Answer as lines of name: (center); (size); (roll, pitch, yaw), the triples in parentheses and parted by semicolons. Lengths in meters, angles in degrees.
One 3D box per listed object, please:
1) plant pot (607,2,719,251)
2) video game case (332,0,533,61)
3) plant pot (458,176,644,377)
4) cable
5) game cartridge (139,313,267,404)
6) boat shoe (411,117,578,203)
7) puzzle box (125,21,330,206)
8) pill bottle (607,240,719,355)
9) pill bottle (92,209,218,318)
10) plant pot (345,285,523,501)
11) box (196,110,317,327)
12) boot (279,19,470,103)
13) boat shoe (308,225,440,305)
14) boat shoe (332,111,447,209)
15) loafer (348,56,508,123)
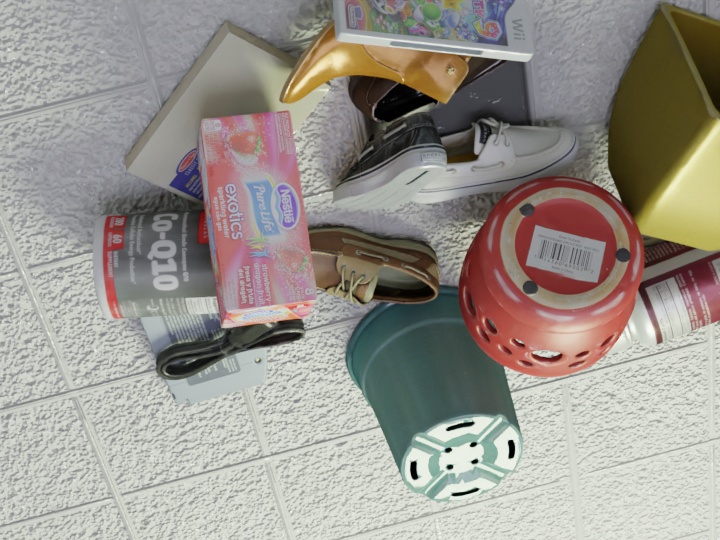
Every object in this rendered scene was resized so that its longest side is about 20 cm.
plant pot: (0.378, -0.136, 1.686); (0.194, 0.196, 0.200); (13, 133, -24)
video game case: (0.068, -0.279, 1.509); (0.200, 0.143, 0.018); (4, 155, -18)
plant pot: (0.215, 0.000, 1.706); (0.200, 0.201, 0.183); (-10, 160, -6)
cable: (-0.144, 0.072, 1.783); (0.200, 0.050, 0.097); (-29, 139, 27)
game cartridge: (-0.181, 0.069, 1.806); (0.133, 0.042, 0.200); (-19, 132, -4)
boat shoe: (0.141, -0.132, 1.701); (0.200, 0.071, 0.070); (-11, 135, 3)
puzzle box: (-0.142, -0.156, 1.630); (0.133, 0.025, 0.200); (25, 120, -32)
pill bottle: (0.373, 0.023, 1.862); (0.200, 0.114, 0.114); (-21, 132, 4)
pill bottle: (-0.181, -0.009, 1.666); (0.200, 0.114, 0.114); (-4, 131, 1)
plant pot: (0.099, 0.157, 1.849); (0.200, 0.196, 0.200); (-8, 132, -9)
box: (-0.107, -0.051, 1.568); (0.095, 0.200, 0.103); (-7, 169, -9)
boot: (0.027, -0.210, 1.554); (0.144, 0.071, 0.201); (39, 100, -4)
boat shoe: (0.000, 0.000, 1.768); (0.200, 0.074, 0.076); (3, 129, -15)
boat shoe: (0.033, -0.116, 1.659); (0.072, 0.071, 0.200); (4, 165, -31)
loafer: (0.087, -0.206, 1.618); (0.200, 0.071, 0.073); (-28, 131, 10)
